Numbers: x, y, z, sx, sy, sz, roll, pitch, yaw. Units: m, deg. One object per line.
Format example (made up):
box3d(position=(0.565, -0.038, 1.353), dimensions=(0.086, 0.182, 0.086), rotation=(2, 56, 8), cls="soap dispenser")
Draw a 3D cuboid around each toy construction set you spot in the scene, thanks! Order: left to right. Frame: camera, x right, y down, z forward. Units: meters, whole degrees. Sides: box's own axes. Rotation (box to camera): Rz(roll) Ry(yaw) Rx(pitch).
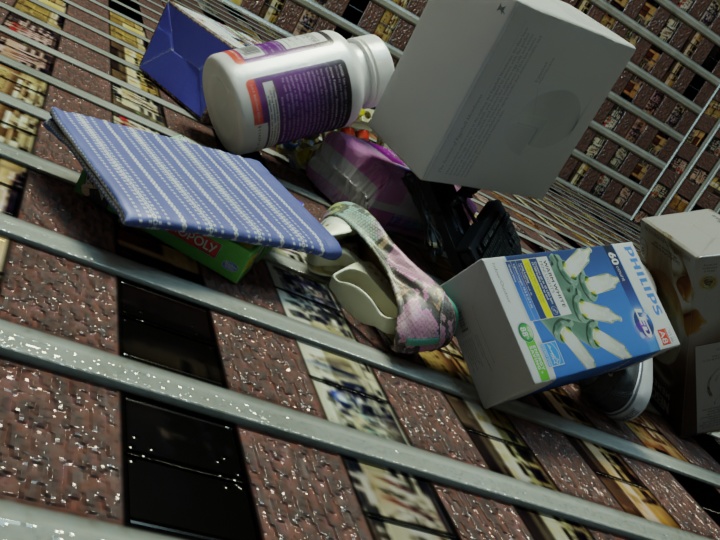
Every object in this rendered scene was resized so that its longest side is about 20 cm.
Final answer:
box3d(position=(-0.016, -0.173, 1.066), dimensions=(0.092, 0.132, 0.200), rotation=(-15, -18, 39), cls="toy construction set")

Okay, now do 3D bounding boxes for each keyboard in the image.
box3d(position=(0.089, -0.057, 0.914), dimensions=(0.127, 0.021, 0.201), rotation=(20, 45, -52), cls="keyboard")
box3d(position=(0.141, -0.046, 0.930), dimensions=(0.127, 0.021, 0.200), rotation=(57, 25, -7), cls="keyboard")

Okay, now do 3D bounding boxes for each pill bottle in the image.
box3d(position=(-0.066, -0.206, 0.930), dimensions=(0.199, 0.112, 0.111), rotation=(-19, 40, -24), cls="pill bottle")

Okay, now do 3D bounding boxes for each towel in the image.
box3d(position=(-0.118, -0.058, 0.611), dimensions=(0.200, 0.024, 0.145), rotation=(8, 29, -49), cls="towel")

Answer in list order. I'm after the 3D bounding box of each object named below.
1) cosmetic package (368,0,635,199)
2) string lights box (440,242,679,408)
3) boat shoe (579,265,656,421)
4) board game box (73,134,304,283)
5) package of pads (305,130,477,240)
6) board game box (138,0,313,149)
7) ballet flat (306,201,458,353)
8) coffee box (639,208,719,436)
box3d(position=(0.149, -0.199, 0.893), dimensions=(0.200, 0.200, 0.123), rotation=(3, 36, -41), cls="cosmetic package")
box3d(position=(0.167, 0.039, 0.677), dimensions=(0.200, 0.059, 0.103), rotation=(-7, 69, -39), cls="string lights box")
box3d(position=(0.241, 0.051, 0.808), dimensions=(0.066, 0.070, 0.200), rotation=(33, 49, -19), cls="boat shoe")
box3d(position=(-0.127, -0.059, 0.676), dimensions=(0.134, 0.029, 0.200), rotation=(29, 16, -1), cls="board game box")
box3d(position=(0.040, -0.098, 1.005), dimensions=(0.200, 0.076, 0.121), rotation=(9, 31, -50), cls="package of pads")
box3d(position=(-0.156, -0.250, 1.085), dimensions=(0.159, 0.097, 0.200), rotation=(41, 19, 34), cls="board game box")
box3d(position=(0.000, 0.000, 0.674), dimensions=(0.071, 0.069, 0.200), rotation=(-5, 34, -32), cls="ballet flat")
box3d(position=(0.343, 0.053, 0.843), dimensions=(0.079, 0.201, 0.114), rotation=(-8, 23, -5), cls="coffee box")
